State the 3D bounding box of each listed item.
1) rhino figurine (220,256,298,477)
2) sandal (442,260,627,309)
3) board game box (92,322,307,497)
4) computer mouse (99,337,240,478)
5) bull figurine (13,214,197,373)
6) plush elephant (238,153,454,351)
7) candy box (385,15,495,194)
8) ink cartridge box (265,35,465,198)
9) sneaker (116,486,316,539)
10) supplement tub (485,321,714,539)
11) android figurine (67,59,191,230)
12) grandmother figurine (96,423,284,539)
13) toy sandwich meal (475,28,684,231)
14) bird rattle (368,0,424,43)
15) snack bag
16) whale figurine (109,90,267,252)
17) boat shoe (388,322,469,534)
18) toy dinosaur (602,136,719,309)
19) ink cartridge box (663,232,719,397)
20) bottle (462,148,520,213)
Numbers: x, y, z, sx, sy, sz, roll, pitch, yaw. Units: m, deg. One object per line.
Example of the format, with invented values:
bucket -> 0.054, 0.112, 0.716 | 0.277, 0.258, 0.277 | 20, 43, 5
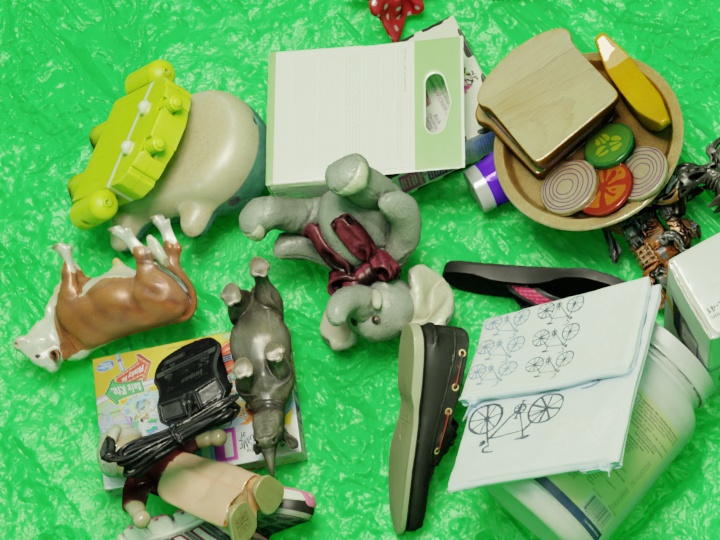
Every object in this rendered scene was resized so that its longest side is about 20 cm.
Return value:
rhino figurine -> -0.091, 0.096, 1.564 | 0.059, 0.088, 0.202 | -9, 68, 0
sandal -> 0.172, 0.027, 1.590 | 0.197, 0.075, 0.046 | 5, 68, 20
board game box -> -0.158, 0.136, 1.627 | 0.197, 0.034, 0.136 | -12, 69, 6
computer mouse -> -0.176, 0.135, 1.540 | 0.139, 0.200, 0.046 | -28, 110, -3
bull figurine -> -0.255, 0.025, 1.642 | 0.198, 0.065, 0.123 | -15, 92, 14
plush elephant -> 0.000, 0.000, 1.579 | 0.163, 0.199, 0.157 | -19, 70, 34
candy box -> 0.036, -0.151, 1.683 | 0.198, 0.061, 0.138 | -25, 67, 2
ink cartridge box -> 0.006, -0.149, 1.629 | 0.197, 0.048, 0.147 | -3, 69, 9
sneaker -> -0.129, 0.263, 1.557 | 0.198, 0.074, 0.088 | -18, 67, 8
supplement tub -> 0.210, 0.144, 1.499 | 0.145, 0.145, 0.200 | 38, 80, 20
android figurine -> -0.231, -0.126, 1.662 | 0.041, 0.199, 0.184 | 30, 69, -24
grandmother figurine -> -0.172, 0.192, 1.536 | 0.198, 0.061, 0.121 | 19, 42, 37
toy sandwich meal -> 0.204, -0.136, 1.557 | 0.203, 0.070, 0.208 | -9, 65, 18
bird rattle -> 0.072, -0.337, 1.701 | 0.197, 0.164, 0.113 | -13, 50, -5
snack bag -> 0.162, 0.102, 1.444 | 0.187, 0.021, 0.201 | -15, 41, 38
whale figurine -> -0.172, -0.090, 1.691 | 0.199, 0.103, 0.160 | -36, 51, 20
boat shoe -> 0.062, 0.149, 1.537 | 0.062, 0.074, 0.204 | 4, 102, -15
toy dinosaur -> 0.291, -0.070, 1.582 | 0.134, 0.102, 0.202 | -12, 107, 16
ink cartridge box -> 0.352, 0.024, 1.488 | 0.146, 0.200, 0.086 | -28, 68, -2
bottle -> 0.197, -0.125, 1.642 | 0.198, 0.065, 0.084 | -29, 76, -1
